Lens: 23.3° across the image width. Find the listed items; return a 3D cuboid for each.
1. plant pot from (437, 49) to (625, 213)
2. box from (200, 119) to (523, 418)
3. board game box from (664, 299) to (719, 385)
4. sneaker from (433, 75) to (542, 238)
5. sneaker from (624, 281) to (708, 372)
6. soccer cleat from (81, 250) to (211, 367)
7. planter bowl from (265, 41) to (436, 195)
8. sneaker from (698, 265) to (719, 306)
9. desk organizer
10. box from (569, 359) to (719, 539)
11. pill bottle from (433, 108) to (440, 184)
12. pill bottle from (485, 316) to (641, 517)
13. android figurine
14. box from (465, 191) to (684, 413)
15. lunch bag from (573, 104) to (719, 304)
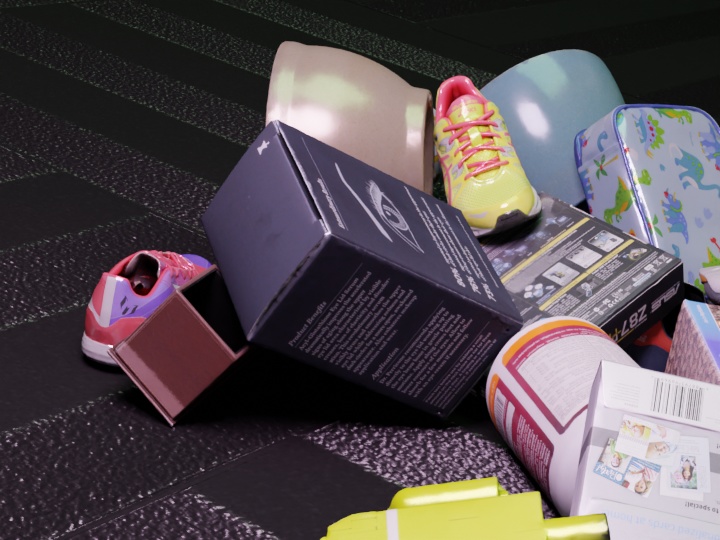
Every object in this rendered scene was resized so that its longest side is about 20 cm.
[{"bbox_3d":[0.194,-0.098,1.723,0.198,0.201,0.135,-5,51,-36],"label":"plant pot"},{"bbox_3d":[0.000,0.000,1.288,0.199,0.105,0.149,24,25,-34],"label":"box"},{"bbox_3d":[0.345,0.111,1.338,0.198,0.098,0.160,9,20,-4],"label":"board game box"},{"bbox_3d":[0.097,-0.101,1.492,0.077,0.091,0.201,-19,32,-2],"label":"sneaker"},{"bbox_3d":[0.288,0.048,1.494,0.075,0.085,0.199,24,24,33],"label":"sneaker"},{"bbox_3d":[-0.159,0.013,1.379,0.067,0.074,0.200,15,21,14],"label":"soccer cleat"},{"bbox_3d":[-0.003,-0.099,1.540,0.133,0.203,0.200,2,19,8],"label":"planter bowl"},{"bbox_3d":[0.341,0.036,1.461,0.078,0.078,0.199,-6,-13,31],"label":"sneaker"},{"bbox_3d":[-0.100,0.034,1.311,0.072,0.077,0.200,48,25,1],"label":"desk organizer"},{"bbox_3d":[0.203,0.163,1.051,0.154,0.041,0.202,12,57,4],"label":"box"},{"bbox_3d":[0.020,-0.115,1.755,0.108,0.110,0.200,18,21,19],"label":"pill bottle"},{"bbox_3d":[0.169,0.119,1.210,0.108,0.111,0.200,3,22,-19],"label":"pill bottle"},{"bbox_3d":[0.048,0.189,0.986,0.198,0.041,0.183,-10,39,4],"label":"android figurine"},{"bbox_3d":[0.140,0.028,1.414,0.199,0.049,0.161,-36,45,-27],"label":"box"},{"bbox_3d":[0.290,-0.051,1.621,0.159,0.202,0.082,-3,-19,-35],"label":"lunch bag"}]
